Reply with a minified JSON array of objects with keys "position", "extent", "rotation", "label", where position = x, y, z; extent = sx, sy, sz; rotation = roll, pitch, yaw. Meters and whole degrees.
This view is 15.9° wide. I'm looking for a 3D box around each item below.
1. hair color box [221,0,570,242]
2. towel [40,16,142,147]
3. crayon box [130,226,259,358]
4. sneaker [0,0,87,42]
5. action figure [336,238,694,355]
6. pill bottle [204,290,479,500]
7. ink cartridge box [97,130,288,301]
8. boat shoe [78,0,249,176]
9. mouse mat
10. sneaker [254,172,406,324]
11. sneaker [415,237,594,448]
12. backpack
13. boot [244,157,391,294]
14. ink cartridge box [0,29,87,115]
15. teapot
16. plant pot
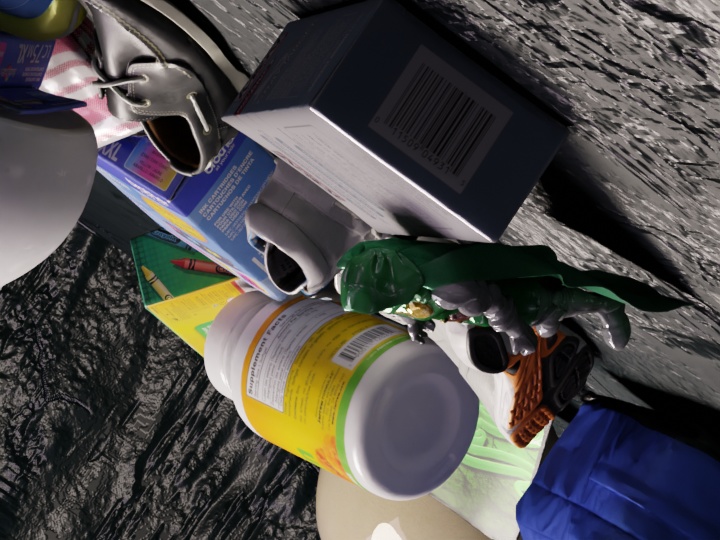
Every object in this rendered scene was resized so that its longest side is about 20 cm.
[{"position":[0.010,-0.065,1.143],"extent":[0.099,0.061,0.200],"rotation":[36,173,-12],"label":"hair color box"},{"position":[-0.228,-0.144,1.603],"extent":[0.200,0.030,0.146],"rotation":[46,144,-21],"label":"towel"},{"position":[-0.082,0.012,1.927],"extent":[0.200,0.118,0.059],"rotation":[50,-156,-68],"label":"crayon box"},{"position":[-0.242,-0.204,1.447],"extent":[0.199,0.076,0.105],"rotation":[23,162,6],"label":"sneaker"},{"position":[0.053,0.010,1.184],"extent":[0.118,0.055,0.200],"rotation":[7,180,37],"label":"action figure"},{"position":[-0.020,0.078,1.785],"extent":[0.200,0.111,0.111],"rotation":[22,166,49],"label":"pill bottle"},{"position":[-0.120,-0.073,1.738],"extent":[0.136,0.077,0.200],"rotation":[31,171,35],"label":"ink cartridge box"},{"position":[-0.118,-0.115,1.442],"extent":[0.072,0.068,0.200],"rotation":[34,172,27],"label":"boat shoe"},{"position":[0.050,0.086,1.821],"extent":[0.199,0.162,0.008],"rotation":[31,-143,26],"label":"mouse mat"},{"position":[0.000,0.000,1.652],"extent":[0.200,0.073,0.072],"rotation":[39,171,-40],"label":"sneaker"},{"position":[0.077,0.034,1.549],"extent":[0.092,0.076,0.200],"rotation":[40,170,30],"label":"sneaker"},{"position":[0.195,0.183,1.563],"extent":[0.162,0.168,0.200],"rotation":[30,172,-17],"label":"backpack"},{"position":[-0.021,-0.031,1.403],"extent":[0.073,0.096,0.200],"rotation":[33,174,15],"label":"boot"},{"position":[-0.262,-0.144,1.511],"extent":[0.199,0.042,0.119],"rotation":[24,-171,10],"label":"ink cartridge box"},{"position":[-0.258,-0.043,1.514],"extent":[0.199,0.147,0.197],"rotation":[15,-169,-34],"label":"teapot"},{"position":[0.063,0.135,1.940],"extent":[0.200,0.200,0.135],"rotation":[32,143,30],"label":"plant pot"}]
